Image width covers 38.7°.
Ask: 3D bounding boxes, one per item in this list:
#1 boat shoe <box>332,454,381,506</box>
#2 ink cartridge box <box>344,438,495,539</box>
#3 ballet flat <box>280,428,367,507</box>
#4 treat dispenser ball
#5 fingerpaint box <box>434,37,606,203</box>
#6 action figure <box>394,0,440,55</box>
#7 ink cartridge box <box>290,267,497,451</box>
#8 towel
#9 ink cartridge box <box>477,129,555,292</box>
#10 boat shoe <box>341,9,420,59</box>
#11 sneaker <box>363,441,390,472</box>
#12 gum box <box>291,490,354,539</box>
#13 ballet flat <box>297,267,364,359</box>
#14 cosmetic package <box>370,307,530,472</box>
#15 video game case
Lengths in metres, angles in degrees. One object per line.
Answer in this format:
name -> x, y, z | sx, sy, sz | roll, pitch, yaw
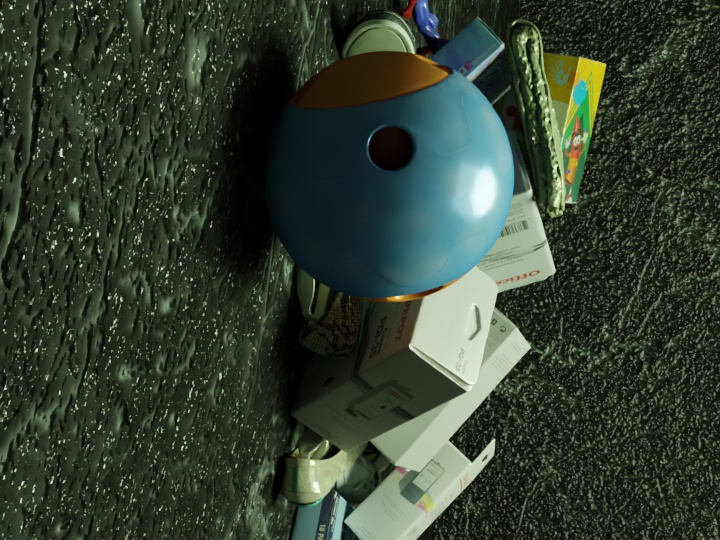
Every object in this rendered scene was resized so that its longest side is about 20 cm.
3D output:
boat shoe -> -0.005, 0.262, 1.322 | 0.200, 0.067, 0.074 | 71, 30, -68
ink cartridge box -> 0.078, 0.271, 1.280 | 0.200, 0.067, 0.117 | -44, 160, -11
ballet flat -> -0.035, 0.190, 1.123 | 0.200, 0.067, 0.062 | -49, 137, -71
treat dispenser ball -> 0.022, -0.075, 0.823 | 0.201, 0.201, 0.201 | 9, 90, -79
fingerpaint box -> 0.176, -0.182, 1.229 | 0.073, 0.200, 0.167 | -2, 105, -50
action figure -> 0.067, -0.329, 1.234 | 0.200, 0.052, 0.065 | 77, 14, -49
ink cartridge box -> 0.033, 0.078, 1.041 | 0.200, 0.083, 0.147 | -35, -154, 43
towel -> 0.188, -0.156, 1.085 | 0.148, 0.036, 0.200 | -3, 81, -81
ink cartridge box -> 0.124, -0.050, 1.125 | 0.200, 0.147, 0.083 | 58, 19, -59
boat shoe -> 0.026, -0.230, 1.050 | 0.199, 0.074, 0.066 | 58, 41, -75
sneaker -> 0.021, 0.214, 1.362 | 0.074, 0.085, 0.200 | -54, -177, -24
gum box -> -0.051, 0.359, 1.229 | 0.200, 0.045, 0.170 | 72, 29, -69
ballet flat -> -0.021, -0.015, 1.002 | 0.068, 0.075, 0.200 | -6, -111, 59
cosmetic package -> 0.091, 0.125, 1.155 | 0.200, 0.085, 0.108 | -47, 157, -1
video game case -> 0.070, -0.167, 1.107 | 0.200, 0.045, 0.181 | -41, 171, 5
